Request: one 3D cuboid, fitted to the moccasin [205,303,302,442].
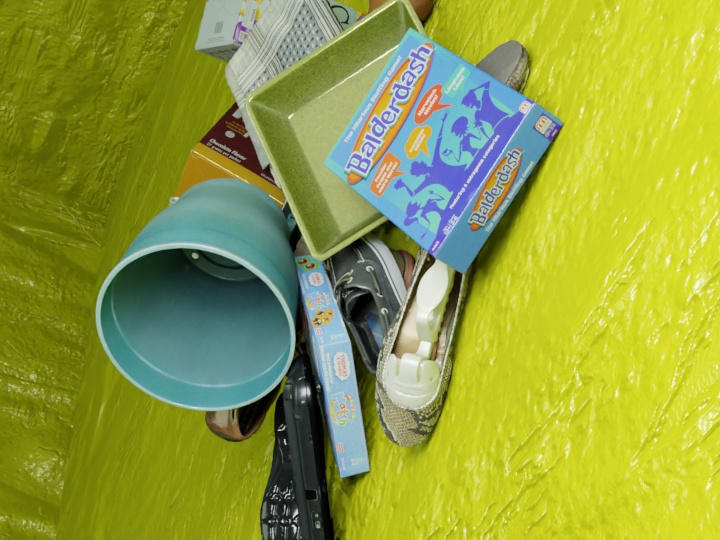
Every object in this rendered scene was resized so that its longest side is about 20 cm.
[{"bbox_3d":[-0.104,0.092,1.447,0.077,0.074,0.203,-3,52,51],"label":"moccasin"}]

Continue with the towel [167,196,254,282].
[{"bbox_3d":[-0.164,0.019,1.551,0.170,0.048,0.202,13,116,48],"label":"towel"}]

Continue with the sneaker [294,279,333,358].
[{"bbox_3d":[-0.086,0.063,1.585,0.200,0.081,0.089,149,135,-67],"label":"sneaker"}]

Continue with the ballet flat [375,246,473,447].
[{"bbox_3d":[0.054,0.055,1.164,0.075,0.067,0.202,58,-133,-81],"label":"ballet flat"}]

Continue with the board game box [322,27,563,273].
[{"bbox_3d":[0.066,-0.110,1.158,0.153,0.045,0.200,-57,40,7],"label":"board game box"}]

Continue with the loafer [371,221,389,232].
[{"bbox_3d":[0.026,-0.094,1.376,0.200,0.075,0.068,128,157,-50],"label":"loafer"}]

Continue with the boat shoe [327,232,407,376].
[{"bbox_3d":[0.007,0.028,1.267,0.069,0.056,0.201,-58,43,29],"label":"boat shoe"}]

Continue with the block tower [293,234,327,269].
[{"bbox_3d":[-0.008,-0.093,1.487,0.054,0.058,0.201,-26,-34,-58],"label":"block tower"}]

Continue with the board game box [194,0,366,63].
[{"bbox_3d":[-0.091,-0.299,1.672,0.104,0.199,0.104,6,81,54],"label":"board game box"}]

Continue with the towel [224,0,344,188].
[{"bbox_3d":[-0.082,-0.220,1.496,0.200,0.034,0.194,-49,58,40],"label":"towel"}]

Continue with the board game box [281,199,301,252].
[{"bbox_3d":[-0.066,-0.079,1.599,0.136,0.028,0.200,-62,-3,35],"label":"board game box"}]

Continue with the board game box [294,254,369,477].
[{"bbox_3d":[-0.032,0.093,1.360,0.200,0.036,0.153,-110,11,-63],"label":"board game box"}]

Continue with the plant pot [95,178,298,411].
[{"bbox_3d":[-0.150,0.006,1.357,0.189,0.198,0.201,-78,13,-55],"label":"plant pot"}]

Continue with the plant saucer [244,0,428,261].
[{"bbox_3d":[0.008,-0.135,1.298,0.199,0.048,0.201,-31,67,13],"label":"plant saucer"}]

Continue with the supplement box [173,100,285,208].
[{"bbox_3d":[-0.141,-0.100,1.682,0.200,0.132,0.198,-58,-4,-49],"label":"supplement box"}]

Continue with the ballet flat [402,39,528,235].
[{"bbox_3d":[0.099,-0.116,1.202,0.201,0.046,0.067,-60,28,3],"label":"ballet flat"}]

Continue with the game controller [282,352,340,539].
[{"bbox_3d":[-0.046,0.186,1.315,0.104,0.042,0.202,-76,-19,-73],"label":"game controller"}]

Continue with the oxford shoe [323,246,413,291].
[{"bbox_3d":[0.000,0.000,1.378,0.071,0.074,0.200,-71,18,2],"label":"oxford shoe"}]

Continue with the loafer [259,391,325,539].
[{"bbox_3d":[-0.068,0.229,1.433,0.071,0.067,0.203,64,-154,-61],"label":"loafer"}]

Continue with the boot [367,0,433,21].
[{"bbox_3d":[0.031,-0.229,1.508,0.200,0.073,0.156,138,137,-61],"label":"boot"}]
